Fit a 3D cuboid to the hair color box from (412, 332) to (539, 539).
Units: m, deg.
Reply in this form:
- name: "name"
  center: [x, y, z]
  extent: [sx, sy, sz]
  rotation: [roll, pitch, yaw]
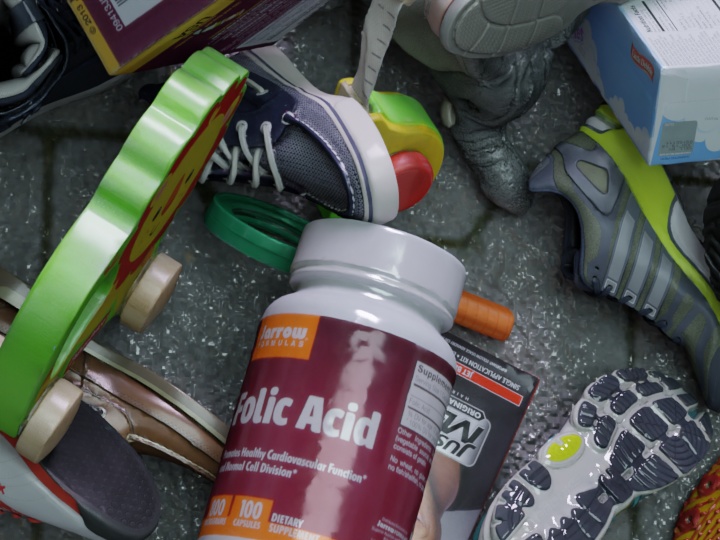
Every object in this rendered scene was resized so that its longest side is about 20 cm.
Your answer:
- name: "hair color box"
  center: [0.016, 0.133, 1.513]
  extent: [0.101, 0.061, 0.201]
  rotation: [27, 75, -8]

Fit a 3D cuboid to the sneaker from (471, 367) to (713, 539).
- name: "sneaker"
  center: [0.130, 0.124, 1.538]
  extent: [0.200, 0.080, 0.078]
  rotation: [-32, 77, -36]

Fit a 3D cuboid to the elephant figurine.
- name: "elephant figurine"
  center: [0.068, -0.153, 1.533]
  extent: [0.141, 0.155, 0.200]
  rotation: [-42, 80, 6]

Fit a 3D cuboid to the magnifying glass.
- name: "magnifying glass"
  center: [0.000, 0.000, 1.537]
  extent: [0.199, 0.080, 0.022]
  rotation: [19, 105, -19]

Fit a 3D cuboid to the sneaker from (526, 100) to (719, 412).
- name: "sneaker"
  center: [0.168, 0.001, 1.572]
  extent: [0.081, 0.074, 0.200]
  rotation: [-30, 95, -5]

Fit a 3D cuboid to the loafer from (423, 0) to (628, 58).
- name: "loafer"
  center: [0.106, -0.175, 1.463]
  extent: [0.200, 0.072, 0.063]
  rotation: [-23, 58, -34]

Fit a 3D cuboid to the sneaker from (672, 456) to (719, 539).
- name: "sneaker"
  center: [0.227, 0.190, 1.563]
  extent: [0.077, 0.073, 0.201]
  rotation: [29, 73, -33]

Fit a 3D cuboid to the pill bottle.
- name: "pill bottle"
  center: [-0.012, 0.081, 1.427]
  extent: [0.114, 0.114, 0.201]
  rotation: [18, 74, -10]

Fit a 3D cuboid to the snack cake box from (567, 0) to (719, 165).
- name: "snack cake box"
  center: [0.192, -0.144, 1.547]
  extent: [0.115, 0.200, 0.067]
  rotation: [-6, 125, -14]

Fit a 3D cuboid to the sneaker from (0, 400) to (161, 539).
- name: "sneaker"
  center: [-0.211, 0.107, 1.435]
  extent: [0.201, 0.108, 0.067]
  rotation: [36, 35, 0]

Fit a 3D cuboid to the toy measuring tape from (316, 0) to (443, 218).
- name: "toy measuring tape"
  center: [0.022, -0.096, 1.503]
  extent: [0.073, 0.200, 0.074]
  rotation: [10, 43, -9]

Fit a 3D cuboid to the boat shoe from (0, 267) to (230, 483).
- name: "boat shoe"
  center: [-0.149, 0.080, 1.483]
  extent: [0.200, 0.072, 0.068]
  rotation: [33, 77, 4]

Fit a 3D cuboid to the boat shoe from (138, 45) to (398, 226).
- name: "boat shoe"
  center: [-0.056, -0.066, 1.474]
  extent: [0.092, 0.200, 0.075]
  rotation: [-18, 116, -18]

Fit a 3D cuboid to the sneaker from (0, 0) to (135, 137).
- name: "sneaker"
  center: [-0.168, -0.142, 1.477]
  extent: [0.202, 0.146, 0.077]
  rotation: [-37, 87, -19]

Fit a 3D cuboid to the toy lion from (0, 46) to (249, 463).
- name: "toy lion"
  center: [-0.127, -0.021, 1.377]
  extent: [0.069, 0.192, 0.200]
  rotation: [32, 41, 2]

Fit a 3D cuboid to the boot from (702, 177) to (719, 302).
- name: "boot"
  center: [0.290, 0.001, 1.558]
  extent: [0.158, 0.079, 0.212]
  rotation: [-40, 119, -38]

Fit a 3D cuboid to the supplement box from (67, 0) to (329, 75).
- name: "supplement box"
  center: [-0.085, -0.192, 1.411]
  extent: [0.103, 0.200, 0.131]
  rotation: [-32, 87, 25]
